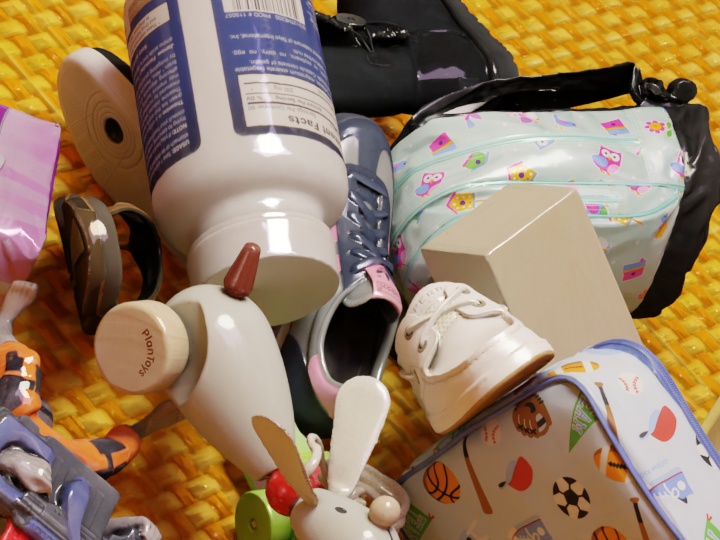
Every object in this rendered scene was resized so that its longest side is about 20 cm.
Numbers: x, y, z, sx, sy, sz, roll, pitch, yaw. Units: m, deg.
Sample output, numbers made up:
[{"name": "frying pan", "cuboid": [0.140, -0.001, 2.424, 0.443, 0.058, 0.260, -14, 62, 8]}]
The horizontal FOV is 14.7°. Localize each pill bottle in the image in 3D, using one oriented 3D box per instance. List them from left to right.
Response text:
[{"name": "pill bottle", "cuboid": [-0.067, -0.074, 1.574, 0.111, 0.111, 0.200, 6, 57, -29]}]

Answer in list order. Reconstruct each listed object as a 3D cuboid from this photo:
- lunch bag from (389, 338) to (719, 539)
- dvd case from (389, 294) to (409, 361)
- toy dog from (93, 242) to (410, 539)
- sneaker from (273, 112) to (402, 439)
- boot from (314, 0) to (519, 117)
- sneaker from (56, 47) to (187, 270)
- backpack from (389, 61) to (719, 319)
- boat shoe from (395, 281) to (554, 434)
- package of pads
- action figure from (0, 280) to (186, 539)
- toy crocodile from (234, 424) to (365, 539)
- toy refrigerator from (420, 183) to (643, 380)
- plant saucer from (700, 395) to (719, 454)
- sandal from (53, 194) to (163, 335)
[{"name": "lunch bag", "cuboid": [0.113, 0.139, 1.500, 0.076, 0.200, 0.160, -30, 84, -43]}, {"name": "dvd case", "cuboid": [0.059, -0.001, 1.765, 0.143, 0.018, 0.200, 40, 38, 11]}, {"name": "toy dog", "cuboid": [-0.039, 0.065, 1.453, 0.200, 0.096, 0.132, 38, 26, 2]}, {"name": "sneaker", "cuboid": [0.000, 0.000, 1.605, 0.070, 0.082, 0.200, 19, 70, -34]}, {"name": "boot", "cuboid": [-0.015, -0.149, 1.756, 0.168, 0.077, 0.200, 2, 27, -30]}, {"name": "sneaker", "cuboid": [-0.086, -0.066, 1.683, 0.112, 0.073, 0.200, -32, 79, -38]}, {"name": "backpack", "cuboid": [0.108, -0.034, 1.697, 0.200, 0.167, 0.127, 0, 42, -20]}, {"name": "boat shoe", "cuboid": [0.049, 0.041, 1.488, 0.071, 0.200, 0.069, -32, 91, -10]}, {"name": "package of pads", "cuboid": [-0.272, -0.058, 1.554, 0.200, 0.076, 0.121, 19, 41, -16]}, {"name": "action figure", "cuboid": [-0.155, 0.128, 1.446, 0.200, 0.104, 0.194, 50, 38, -25]}, {"name": "toy crocodile", "cuboid": [-0.015, 0.155, 1.507, 0.067, 0.062, 0.200, 2, 46, -33]}, {"name": "toy refrigerator", "cuboid": [0.114, 0.055, 1.602, 0.076, 0.070, 0.200, -37, 113, -27]}, {"name": "plant saucer", "cuboid": [0.284, 0.161, 1.717, 0.200, 0.048, 0.200, 36, 38, 6]}, {"name": "sandal", "cuboid": [-0.134, -0.011, 1.531, 0.054, 0.200, 0.082, -12, 86, -8]}]
